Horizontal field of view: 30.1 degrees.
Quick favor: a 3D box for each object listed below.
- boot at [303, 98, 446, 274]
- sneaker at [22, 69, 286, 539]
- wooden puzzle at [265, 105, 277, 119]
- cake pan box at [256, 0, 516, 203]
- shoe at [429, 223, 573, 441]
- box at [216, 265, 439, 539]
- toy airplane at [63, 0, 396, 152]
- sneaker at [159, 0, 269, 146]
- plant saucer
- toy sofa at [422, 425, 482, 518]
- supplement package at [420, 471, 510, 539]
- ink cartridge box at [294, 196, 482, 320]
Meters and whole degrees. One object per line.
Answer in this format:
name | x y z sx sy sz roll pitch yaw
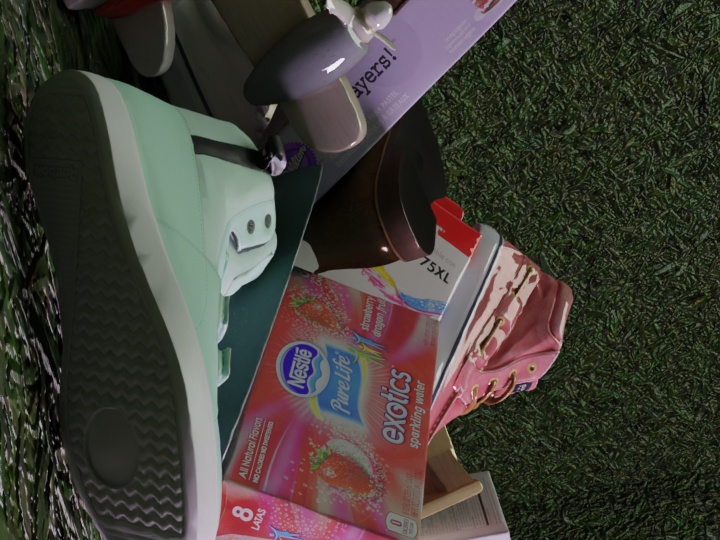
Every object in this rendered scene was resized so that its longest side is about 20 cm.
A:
boot | 0.009 -0.058 0.824 0.074 0.075 0.200 64 20 -19
sneaker | -0.064 0.020 0.550 0.118 0.073 0.202 4 71 -53
wooden puzzle | -0.080 -0.182 1.020 0.184 0.037 0.201 26 36 -43
cake pan box | 0.019 -0.139 0.814 0.052 0.200 0.184 43 16 -10
shoe | 0.077 0.071 0.916 0.201 0.091 0.071 -63 -168 -23
box | -0.024 0.097 0.718 0.201 0.102 0.095 -77 -171 -59
toy airplane | -0.063 -0.181 0.670 0.141 0.198 0.201 -139 -113 -84
sneaker | -0.087 -0.114 0.868 0.073 0.070 0.201 -172 -123 -87
plant saucer | -0.070 0.034 0.695 0.200 0.036 0.202 -159 -90 -85
toy sofa | 0.006 0.085 0.976 0.097 0.082 0.202 -17 -89 66
supplement package | 0.015 0.239 1.013 0.114 0.198 0.111 -97 177 -75
ink cartridge box | 0.000 0.000 0.894 0.201 0.116 0.067 -62 -167 -24
